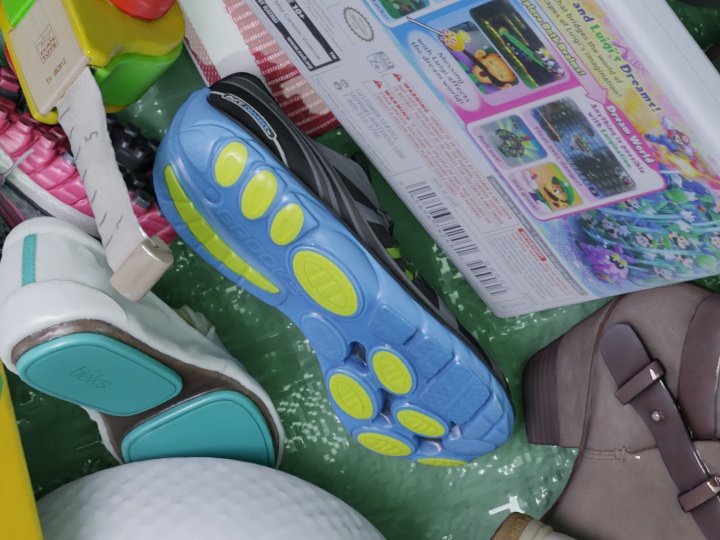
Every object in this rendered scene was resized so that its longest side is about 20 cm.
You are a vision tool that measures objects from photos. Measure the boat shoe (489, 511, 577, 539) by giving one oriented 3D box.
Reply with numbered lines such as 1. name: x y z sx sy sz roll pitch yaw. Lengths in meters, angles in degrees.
1. boat shoe: 0.061 0.192 0.965 0.064 0.071 0.201 20 124 14

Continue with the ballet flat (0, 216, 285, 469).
1. ballet flat: -0.081 0.033 0.926 0.069 0.200 0.070 -8 66 18

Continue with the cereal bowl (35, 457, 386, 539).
1. cereal bowl: -0.066 0.177 0.946 0.198 0.084 0.201 -2 121 -4

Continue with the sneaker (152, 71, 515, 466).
1. sneaker: 0.000 0.000 0.956 0.070 0.083 0.200 -26 117 32

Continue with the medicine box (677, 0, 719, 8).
1. medicine box: 0.144 -0.202 0.862 0.102 0.182 0.201 16 92 -17

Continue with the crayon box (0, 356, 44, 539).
1. crayon box: -0.176 0.063 0.889 0.051 0.127 0.202 -13 87 -38

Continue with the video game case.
1. video game case: 0.052 -0.071 0.891 0.200 0.182 0.024 51 59 -16

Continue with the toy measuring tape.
1. toy measuring tape: -0.089 -0.068 0.907 0.073 0.074 0.201 -25 56 1

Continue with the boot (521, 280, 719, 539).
1. boot: 0.129 0.102 0.943 0.070 0.146 0.201 -21 98 -33

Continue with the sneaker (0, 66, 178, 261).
1. sneaker: -0.166 -0.049 0.937 0.199 0.081 0.075 33 112 -5

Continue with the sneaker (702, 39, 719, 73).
1. sneaker: 0.156 -0.065 0.970 0.198 0.077 0.083 -9 68 4

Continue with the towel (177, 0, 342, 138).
1. towel: 0.011 -0.149 0.960 0.199 0.023 0.145 -28 102 3
